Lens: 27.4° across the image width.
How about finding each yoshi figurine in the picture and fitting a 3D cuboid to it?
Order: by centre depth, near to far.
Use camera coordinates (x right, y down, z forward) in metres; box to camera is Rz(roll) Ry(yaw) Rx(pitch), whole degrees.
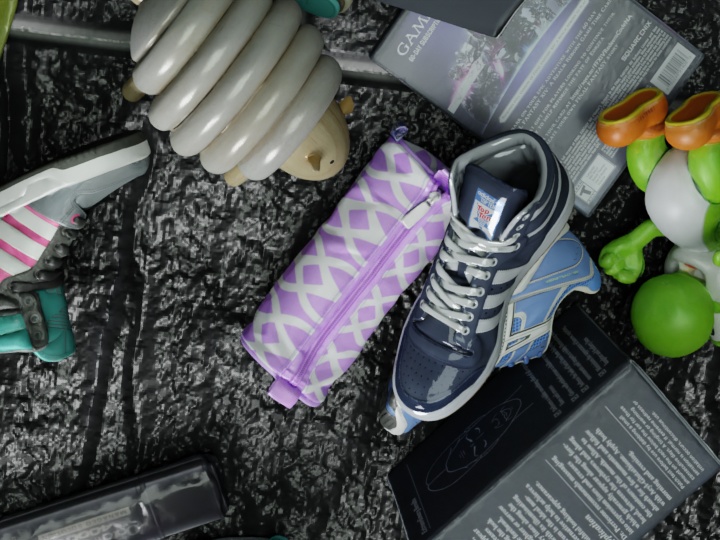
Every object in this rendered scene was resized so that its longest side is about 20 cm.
[{"bbox_3d":[0.223,-0.020,1.044,0.111,0.113,0.202,-16,117,7],"label":"yoshi figurine"}]

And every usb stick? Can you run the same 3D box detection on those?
[{"bbox_3d":[-0.194,0.185,1.087,0.198,0.033,0.056,-18,112,-2],"label":"usb stick"}]

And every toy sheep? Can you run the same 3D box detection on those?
[{"bbox_3d":[-0.087,-0.129,0.965,0.199,0.138,0.138,35,98,-16],"label":"toy sheep"}]

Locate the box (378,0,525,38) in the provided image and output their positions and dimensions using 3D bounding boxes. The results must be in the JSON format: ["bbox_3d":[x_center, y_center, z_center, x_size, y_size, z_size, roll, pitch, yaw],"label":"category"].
[{"bbox_3d":[0.020,-0.252,0.949,0.198,0.079,0.143,16,68,-9],"label":"box"}]

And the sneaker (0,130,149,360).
[{"bbox_3d":[-0.212,-0.004,1.002,0.198,0.084,0.122,-26,100,8],"label":"sneaker"}]

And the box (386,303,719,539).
[{"bbox_3d":[0.131,0.143,1.054,0.200,0.149,0.107,-42,104,5],"label":"box"}]

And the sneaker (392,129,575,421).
[{"bbox_3d":[0.072,-0.001,0.972,0.070,0.109,0.201,28,82,20],"label":"sneaker"}]

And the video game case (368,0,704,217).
[{"bbox_3d":[0.126,-0.152,1.047,0.199,0.019,0.143,34,98,-12],"label":"video game case"}]

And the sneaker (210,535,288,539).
[{"bbox_3d":[-0.065,0.262,1.099,0.198,0.084,0.121,25,109,-11],"label":"sneaker"}]

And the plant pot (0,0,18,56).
[{"bbox_3d":[-0.333,-0.186,0.911,0.191,0.200,0.202,19,101,2],"label":"plant pot"}]

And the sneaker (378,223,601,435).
[{"bbox_3d":[0.091,0.047,1.062,0.077,0.076,0.200,41,98,-10],"label":"sneaker"}]

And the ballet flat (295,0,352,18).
[{"bbox_3d":[-0.093,-0.229,0.986,0.198,0.070,0.070,19,101,-13],"label":"ballet flat"}]

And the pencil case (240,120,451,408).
[{"bbox_3d":[0.000,0.000,1.036,0.084,0.086,0.201,33,100,-26],"label":"pencil case"}]
